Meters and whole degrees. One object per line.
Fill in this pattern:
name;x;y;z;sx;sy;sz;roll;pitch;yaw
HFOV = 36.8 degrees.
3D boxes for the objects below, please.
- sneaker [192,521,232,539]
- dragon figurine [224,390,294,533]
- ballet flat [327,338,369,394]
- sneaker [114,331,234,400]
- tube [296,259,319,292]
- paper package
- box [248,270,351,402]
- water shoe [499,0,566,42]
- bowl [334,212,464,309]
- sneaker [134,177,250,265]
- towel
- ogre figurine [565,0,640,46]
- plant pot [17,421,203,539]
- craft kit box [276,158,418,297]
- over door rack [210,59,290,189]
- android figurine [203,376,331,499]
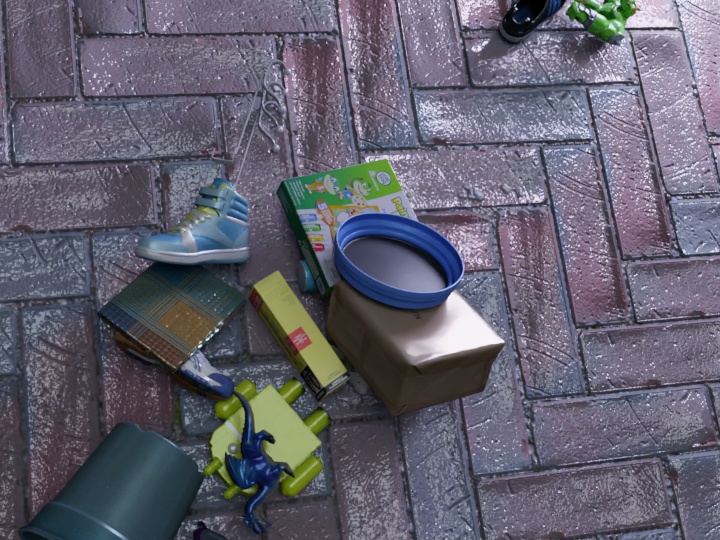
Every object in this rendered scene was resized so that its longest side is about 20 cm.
sneaker;-0.252;0.457;1.530;0.087;0.074;0.200;26;71;30
dragon figurine;-0.161;0.278;1.552;0.099;0.059;0.200;-28;92;-13
ballet flat;0.034;0.164;1.683;0.199;0.069;0.071;16;89;-8
sneaker;-0.263;0.116;1.609;0.200;0.075;0.088;31;63;6
tube;0.000;0.000;1.733;0.199;0.050;0.078;-5;76;-18
paper package;0.079;0.097;1.619;0.190;0.104;0.200;-11;44;-34
box;-0.095;0.102;1.662;0.050;0.075;0.200;-32;83;-20
water shoe;0.329;-0.489;1.944;0.071;0.079;0.200;38;68;0
bowl;0.055;-0.015;1.624;0.200;0.039;0.201;13;34;-9
sneaker;-0.251;-0.076;1.632;0.200;0.079;0.131;-3;100;-46
towel;-0.277;0.055;1.609;0.146;0.022;0.200;36;40;5
ogre figurine;0.433;-0.478;1.954;0.120;0.200;0.098;38;112;-14
plant pot;-0.327;0.328;1.482;0.200;0.200;0.196;32;61;-2
craft kit box;-0.007;-0.071;1.723;0.197;0.049;0.200;-14;67;-29
over door rack;-0.164;-0.212;1.707;0.066;0.148;0.200;27;68;2
android figurine;-0.143;0.255;1.621;0.200;0.041;0.182;-38;85;-22
